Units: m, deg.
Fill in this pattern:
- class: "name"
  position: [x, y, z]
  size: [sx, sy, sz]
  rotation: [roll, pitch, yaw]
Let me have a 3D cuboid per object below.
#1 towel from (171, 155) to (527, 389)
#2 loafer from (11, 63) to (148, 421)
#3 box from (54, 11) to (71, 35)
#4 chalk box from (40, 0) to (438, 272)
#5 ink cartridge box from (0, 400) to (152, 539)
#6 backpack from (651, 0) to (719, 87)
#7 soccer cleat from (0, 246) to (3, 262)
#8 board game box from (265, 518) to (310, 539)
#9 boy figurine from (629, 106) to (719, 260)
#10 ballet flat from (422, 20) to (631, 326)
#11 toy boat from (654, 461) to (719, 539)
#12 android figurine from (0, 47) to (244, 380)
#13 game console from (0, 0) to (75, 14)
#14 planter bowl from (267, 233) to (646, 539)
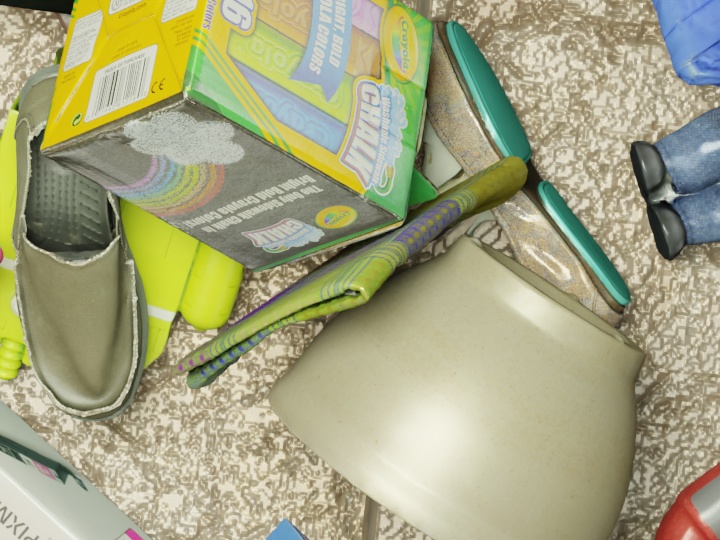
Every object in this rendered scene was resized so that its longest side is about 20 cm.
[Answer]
- class: "towel"
  position: [0.000, 0.000, 1.401]
  size: [0.143, 0.200, 0.023]
  rotation: [-28, 94, 34]
- class: "loafer"
  position: [-0.159, -0.007, 1.419]
  size: [0.075, 0.070, 0.201]
  rotation: [-4, 109, 6]
- class: "box"
  position: [-0.082, -0.187, 1.493]
  size: [0.199, 0.075, 0.100]
  rotation: [-29, 88, 3]
- class: "chalk box"
  position: [-0.045, -0.086, 1.380]
  size: [0.200, 0.124, 0.124]
  rotation: [29, 58, -37]
- class: "ink cartridge box"
  position: [-0.183, 0.143, 1.433]
  size: [0.200, 0.174, 0.044]
  rotation: [42, 99, 3]
- class: "backpack"
  position: [0.243, -0.161, 1.363]
  size: [0.162, 0.200, 0.169]
  rotation: [-2, 73, -40]
- class: "soccer cleat"
  position: [-0.285, 0.014, 1.461]
  size: [0.200, 0.070, 0.087]
  rotation: [-32, 90, 31]
- class: "board game box"
  position: [-0.020, 0.252, 1.440]
  size: [0.152, 0.045, 0.200]
  rotation: [-49, 121, 0]
- class: "boy figurine"
  position: [0.252, -0.075, 1.480]
  size: [0.199, 0.064, 0.125]
  rotation: [-20, 87, 1]
- class: "ballet flat"
  position: [0.075, -0.044, 1.487]
  size: [0.067, 0.068, 0.201]
  rotation: [-32, 86, 18]
- class: "toy boat"
  position: [0.254, 0.190, 1.437]
  size: [0.130, 0.131, 0.200]
  rotation: [-37, 87, 1]
- class: "android figurine"
  position: [-0.153, -0.020, 1.474]
  size: [0.181, 0.041, 0.201]
  rotation: [20, 112, -4]
- class: "game console"
  position: [-0.115, -0.237, 1.452]
  size: [0.199, 0.117, 0.177]
  rotation: [7, 118, 3]
- class: "planter bowl"
  position: [0.070, 0.067, 1.407]
  size: [0.200, 0.200, 0.135]
  rotation: [34, 96, 3]
